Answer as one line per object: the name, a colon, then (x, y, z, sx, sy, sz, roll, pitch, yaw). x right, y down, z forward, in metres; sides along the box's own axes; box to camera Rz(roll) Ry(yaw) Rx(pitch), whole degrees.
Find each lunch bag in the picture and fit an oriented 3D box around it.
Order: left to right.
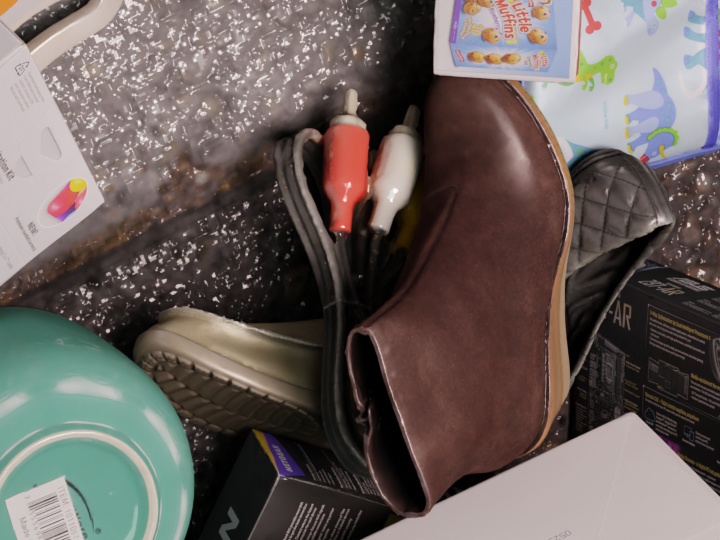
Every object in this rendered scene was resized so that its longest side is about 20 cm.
lunch bag: (0.129, -0.151, 1.371, 0.160, 0.082, 0.201, -10, 108, -26)

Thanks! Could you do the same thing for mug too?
mug: (-0.145, 0.110, 1.285, 0.185, 0.114, 0.153, 25, 91, -27)

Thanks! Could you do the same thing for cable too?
cable: (0.000, 0.000, 1.314, 0.097, 0.050, 0.201, 26, 51, -31)

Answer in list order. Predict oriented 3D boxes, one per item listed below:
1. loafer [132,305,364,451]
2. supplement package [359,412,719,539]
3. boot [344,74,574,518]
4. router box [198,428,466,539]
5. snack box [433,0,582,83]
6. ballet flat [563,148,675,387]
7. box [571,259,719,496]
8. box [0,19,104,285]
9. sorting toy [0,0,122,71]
loafer: (-0.024, 0.053, 1.355, 0.199, 0.076, 0.069, 20, 64, -26)
supplement package: (0.098, 0.217, 1.307, 0.191, 0.147, 0.201, -23, 133, -20)
boot: (0.045, 0.004, 1.278, 0.166, 0.072, 0.201, -27, 107, -57)
router box: (-0.024, 0.196, 1.376, 0.157, 0.052, 0.201, 18, 107, -28)
snack box: (0.073, -0.188, 1.253, 0.072, 0.024, 0.201, 4, 115, 6)
ballet flat: (0.105, 0.024, 1.379, 0.066, 0.057, 0.200, -3, 134, -30)
box: (0.176, 0.091, 1.383, 0.043, 0.200, 0.161, -5, 104, -24)
box: (-0.221, -0.015, 1.213, 0.200, 0.041, 0.156, -40, 155, -10)
sorting toy: (-0.190, -0.154, 1.226, 0.200, 0.107, 0.180, -42, 135, -10)
